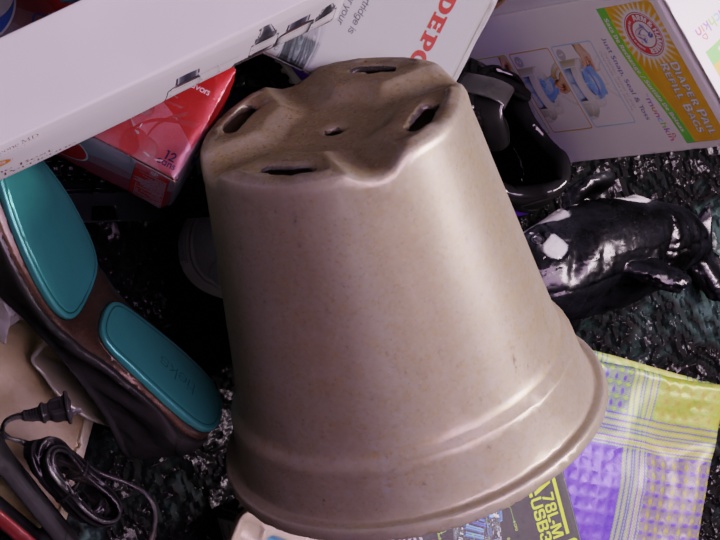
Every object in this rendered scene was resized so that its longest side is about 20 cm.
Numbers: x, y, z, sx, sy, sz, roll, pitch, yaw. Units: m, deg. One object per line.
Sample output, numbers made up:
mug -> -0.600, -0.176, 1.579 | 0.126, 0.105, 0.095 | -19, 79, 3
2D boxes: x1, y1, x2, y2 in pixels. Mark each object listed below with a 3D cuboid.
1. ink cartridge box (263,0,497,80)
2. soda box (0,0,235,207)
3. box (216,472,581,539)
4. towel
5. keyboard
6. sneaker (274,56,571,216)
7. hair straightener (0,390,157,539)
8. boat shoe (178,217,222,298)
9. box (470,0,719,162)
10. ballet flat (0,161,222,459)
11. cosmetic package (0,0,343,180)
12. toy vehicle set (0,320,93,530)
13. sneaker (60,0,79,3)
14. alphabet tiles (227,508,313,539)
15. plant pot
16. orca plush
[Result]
ink cartridge box -> -0.027, -0.181, 1.360 | 0.200, 0.083, 0.147 | 24, 99, -25
soda box -> -0.166, -0.109, 1.332 | 0.200, 0.063, 0.070 | 28, 73, -2
box -> 0.038, 0.195, 1.488 | 0.193, 0.048, 0.200 | -19, 99, -23
towel -> 0.147, 0.151, 1.584 | 0.144, 0.023, 0.200 | 15, 81, -29
keyboard -> -0.137, -0.077, 1.382 | 0.200, 0.040, 0.104 | -3, 66, -23
sneaker -> 0.042, -0.101, 1.479 | 0.200, 0.100, 0.070 | 39, 68, -25
hair straightener -> -0.164, 0.099, 1.336 | 0.077, 0.041, 0.200 | -39, 112, 10
boat shoe -> 0.000, 0.000, 1.470 | 0.200, 0.069, 0.072 | 21, 78, -29
box -> 0.159, -0.134, 1.494 | 0.112, 0.200, 0.101 | -40, 109, -26
ballet flat -> -0.150, 0.023, 1.344 | 0.200, 0.068, 0.068 | 55, 30, -21
cosmetic package -> -0.104, -0.105, 1.261 | 0.200, 0.083, 0.051 | -26, 84, -8
toy vehicle set -> -0.226, 0.050, 1.356 | 0.200, 0.027, 0.124 | 21, 78, -29
sneaker -> -0.187, -0.200, 1.284 | 0.096, 0.200, 0.079 | 6, 117, -35
alphabet tiles -> -0.053, 0.231, 1.426 | 0.196, 0.015, 0.200 | 21, 91, -11
plant pot -> 0.008, 0.002, 1.328 | 0.200, 0.200, 0.184 | -31, 122, -28
orca plush -> 0.162, 0.007, 1.549 | 0.200, 0.071, 0.105 | 11, 107, -51
